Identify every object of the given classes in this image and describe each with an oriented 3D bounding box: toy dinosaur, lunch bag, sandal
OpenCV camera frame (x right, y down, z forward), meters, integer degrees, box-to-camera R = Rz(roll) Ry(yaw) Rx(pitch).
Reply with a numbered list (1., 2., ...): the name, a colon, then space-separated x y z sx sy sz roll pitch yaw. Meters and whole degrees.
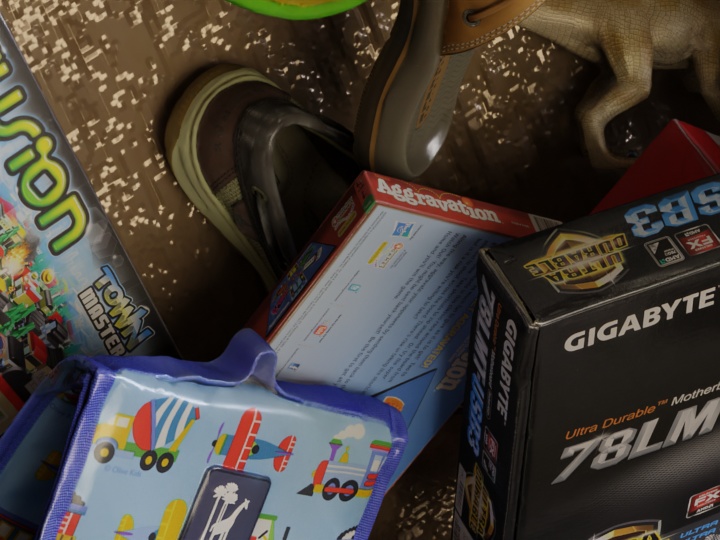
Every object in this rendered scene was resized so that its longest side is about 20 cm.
1. toy dinosaur: 0.108 -0.094 1.138 0.199 0.058 0.102 -2 97 -22
2. lunch bag: -0.078 0.108 1.037 0.150 0.094 0.201 13 112 -38
3. sandal: 0.047 -0.104 0.984 0.082 0.054 0.200 -43 158 -48

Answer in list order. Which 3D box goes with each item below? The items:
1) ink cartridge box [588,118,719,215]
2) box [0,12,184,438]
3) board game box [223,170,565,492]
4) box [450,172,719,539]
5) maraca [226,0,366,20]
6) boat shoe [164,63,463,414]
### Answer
1. ink cartridge box: 0.144 0.012 1.139 0.200 0.067 0.116 17 120 -46
2. box: -0.153 -0.016 1.001 0.110 0.035 0.200 -36 123 -16
3. board game box: -0.009 0.046 1.069 0.103 0.019 0.200 14 129 -34
4. box: 0.134 0.046 1.077 0.199 0.050 0.199 -18 141 -20
5. maraca: -0.017 -0.189 0.982 0.137 0.107 0.201 13 87 -35
6. boat shoe: 0.000 0.000 1.086 0.073 0.065 0.200 -52 127 -6
